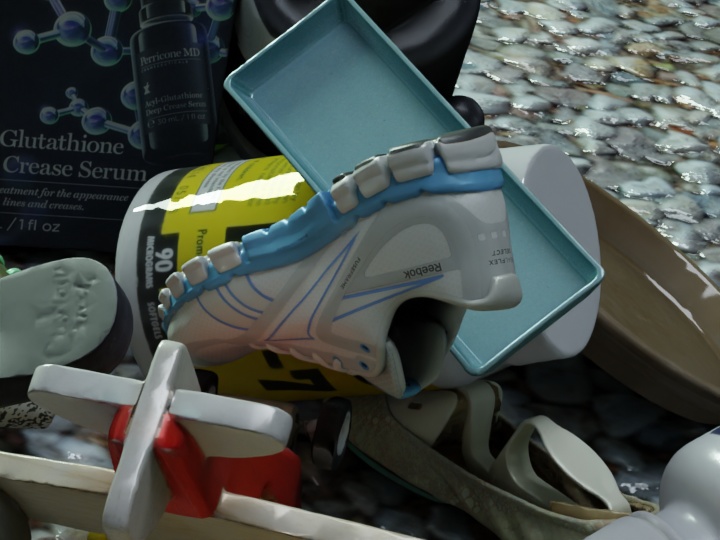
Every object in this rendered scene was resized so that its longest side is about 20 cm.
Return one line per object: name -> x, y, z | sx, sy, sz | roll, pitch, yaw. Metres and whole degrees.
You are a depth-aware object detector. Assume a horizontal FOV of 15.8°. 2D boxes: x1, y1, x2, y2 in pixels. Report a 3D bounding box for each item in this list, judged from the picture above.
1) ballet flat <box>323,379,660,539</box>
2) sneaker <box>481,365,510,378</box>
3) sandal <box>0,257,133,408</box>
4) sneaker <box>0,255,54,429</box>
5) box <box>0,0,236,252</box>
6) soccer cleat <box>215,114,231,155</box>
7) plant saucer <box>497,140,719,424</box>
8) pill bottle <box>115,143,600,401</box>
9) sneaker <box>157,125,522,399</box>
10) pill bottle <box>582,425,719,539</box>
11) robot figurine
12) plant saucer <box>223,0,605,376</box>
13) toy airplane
ballet flat -> 0.064, 0.083, 1.178 | 0.067, 0.062, 0.200 | -17, 39, -43
sneaker -> 0.004, 0.003, 1.288 | 0.200, 0.075, 0.105 | 8, 23, -16
sandal -> -0.194, 0.038, 1.082 | 0.200, 0.043, 0.076 | -23, 51, 7
sneaker -> -0.182, 0.019, 1.210 | 0.088, 0.077, 0.200 | 12, 33, -20
box -> -0.148, -0.119, 1.322 | 0.148, 0.200, 0.107 | 3, 25, -14
soccer cleat -> -0.055, -0.117, 1.483 | 0.200, 0.081, 0.068 | -14, 37, -39
plant saucer -> 0.130, 0.010, 1.299 | 0.200, 0.029, 0.200 | 34, 19, -14
pill bottle -> 0.000, 0.000, 1.177 | 0.200, 0.114, 0.114 | -6, 19, 27
sneaker -> -0.010, 0.017, 1.049 | 0.075, 0.200, 0.087 | -11, 78, -41
pill bottle -> 0.193, 0.108, 1.076 | 0.200, 0.120, 0.120 | -27, 40, -14
robot figurine -> -0.006, -0.120, 1.332 | 0.125, 0.200, 0.150 | 2, 60, -9
plant saucer -> 0.021, -0.037, 1.106 | 0.070, 0.019, 0.200 | -38, 58, -4
toy airplane -> -0.068, 0.104, 1.007 | 0.199, 0.141, 0.200 | 16, -7, -33
